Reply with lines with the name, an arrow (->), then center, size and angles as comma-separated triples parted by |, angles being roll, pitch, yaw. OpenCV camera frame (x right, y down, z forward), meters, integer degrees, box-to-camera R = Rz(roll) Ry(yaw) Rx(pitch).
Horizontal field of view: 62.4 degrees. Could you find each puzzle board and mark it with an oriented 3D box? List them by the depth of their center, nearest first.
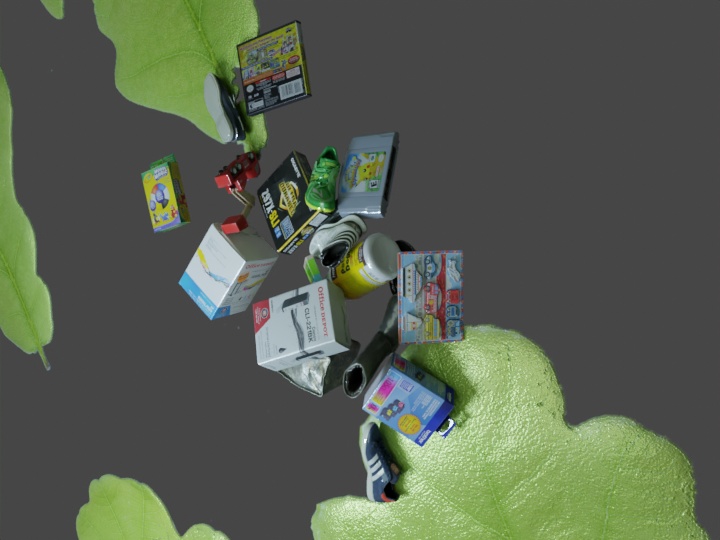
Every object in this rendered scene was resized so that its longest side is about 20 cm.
puzzle board -> 0.155, 0.059, 1.306 | 0.147, 0.017, 0.205 | -2, 95, -10

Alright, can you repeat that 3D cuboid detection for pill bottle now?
pill bottle -> 0.000, 0.000, 1.367 | 0.199, 0.108, 0.111 | -32, 80, 47

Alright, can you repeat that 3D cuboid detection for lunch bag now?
lunch bag -> -0.124, 0.202, 1.442 | 0.197, 0.163, 0.120 | 19, 102, 25

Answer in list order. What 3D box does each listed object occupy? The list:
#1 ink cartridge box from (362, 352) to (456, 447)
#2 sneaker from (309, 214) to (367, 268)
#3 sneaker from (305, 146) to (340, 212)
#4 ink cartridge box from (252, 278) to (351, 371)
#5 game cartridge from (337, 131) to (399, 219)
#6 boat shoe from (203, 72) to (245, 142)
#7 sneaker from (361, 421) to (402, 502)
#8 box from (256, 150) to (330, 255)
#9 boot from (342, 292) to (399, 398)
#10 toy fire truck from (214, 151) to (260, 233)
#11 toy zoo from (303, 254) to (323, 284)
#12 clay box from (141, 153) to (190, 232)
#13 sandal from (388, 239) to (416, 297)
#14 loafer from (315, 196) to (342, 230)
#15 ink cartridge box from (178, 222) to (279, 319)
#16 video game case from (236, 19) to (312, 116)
ink cartridge box -> 0.122, 0.300, 1.344 | 0.198, 0.077, 0.138 | 31, 112, -4
sneaker -> -0.078, -0.051, 1.352 | 0.076, 0.116, 0.199 | 48, 142, -13
sneaker -> -0.085, -0.212, 1.364 | 0.072, 0.203, 0.084 | 7, 137, -7
ink cartridge box -> -0.131, 0.123, 1.322 | 0.196, 0.084, 0.147 | -18, 65, 18
game cartridge -> 0.014, -0.216, 1.349 | 0.131, 0.040, 0.204 | 0, 73, 37
boat shoe -> -0.353, -0.426, 1.557 | 0.075, 0.061, 0.203 | -43, 66, 42
sneaker -> 0.057, 0.461, 1.426 | 0.083, 0.075, 0.205 | 0, 105, 30
box -> -0.168, -0.166, 1.459 | 0.159, 0.049, 0.203 | -41, 56, 28
boot -> 0.036, 0.162, 1.313 | 0.072, 0.199, 0.185 | 24, 119, 25
toy fire truck -> -0.302, -0.199, 1.501 | 0.048, 0.201, 0.143 | -7, 120, 26
toy zoo -> -0.089, 0.068, 1.436 | 0.020, 0.131, 0.203 | -22, 85, -10
clay box -> -0.562, -0.222, 1.706 | 0.113, 0.047, 0.204 | -15, 89, 29
sandal -> 0.097, 0.032, 1.368 | 0.074, 0.045, 0.205 | 3, 97, 30
loafer -> -0.024, -0.152, 1.418 | 0.198, 0.063, 0.073 | -32, 50, 24
ink cartridge box -> -0.341, -0.004, 1.550 | 0.145, 0.146, 0.201 | 44, 114, 17
video game case -> -0.219, -0.504, 1.497 | 0.196, 0.025, 0.185 | -8, 92, 30
